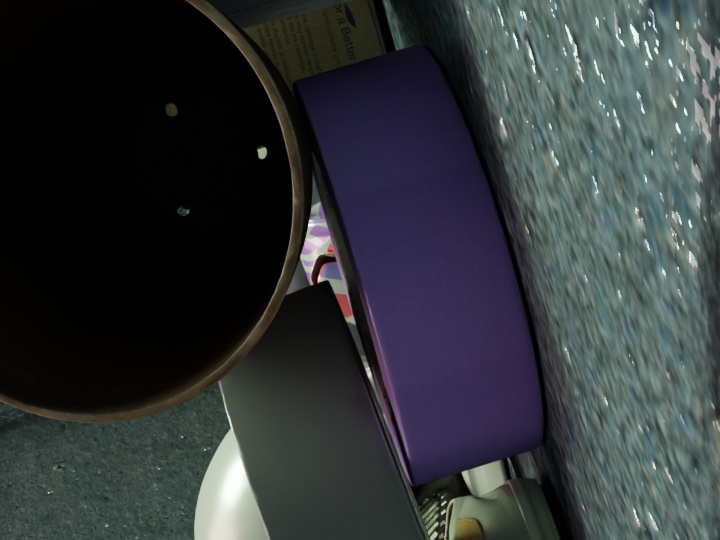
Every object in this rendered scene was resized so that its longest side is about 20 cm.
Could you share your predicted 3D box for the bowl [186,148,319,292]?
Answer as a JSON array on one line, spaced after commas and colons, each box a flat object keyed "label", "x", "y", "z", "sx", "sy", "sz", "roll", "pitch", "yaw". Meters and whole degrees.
[{"label": "bowl", "x": -0.051, "y": -0.008, "z": 1.142, "sx": 0.200, "sy": 0.074, "sz": 0.201, "roll": 45, "pitch": -135, "yaw": -35}]

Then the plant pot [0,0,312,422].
[{"label": "plant pot", "x": -0.097, "y": -0.045, "z": 0.644, "sx": 0.200, "sy": 0.186, "sz": 0.188, "roll": -42, "pitch": -64, "yaw": -77}]

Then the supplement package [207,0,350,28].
[{"label": "supplement package", "x": -0.054, "y": -0.188, "z": 0.623, "sx": 0.200, "sy": 0.113, "sz": 0.110, "roll": 118, "pitch": 137, "yaw": -87}]

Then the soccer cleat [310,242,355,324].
[{"label": "soccer cleat", "x": 0.000, "y": 0.000, "z": 0.901, "sx": 0.200, "sy": 0.073, "sz": 0.069, "roll": -134, "pitch": 53, "yaw": -80}]

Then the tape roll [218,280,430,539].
[{"label": "tape roll", "x": -0.010, "y": 0.109, "z": 0.694, "sx": 0.200, "sy": 0.066, "sz": 0.201, "roll": 158, "pitch": 90, "yaw": -89}]

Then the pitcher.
[{"label": "pitcher", "x": -0.025, "y": 0.134, "z": 0.893, "sx": 0.171, "sy": 0.121, "sz": 0.201, "roll": 31, "pitch": 104, "yaw": 57}]

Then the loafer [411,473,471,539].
[{"label": "loafer", "x": 0.062, "y": 0.170, "z": 0.864, "sx": 0.071, "sy": 0.073, "sz": 0.200, "roll": 35, "pitch": -158, "yaw": -10}]

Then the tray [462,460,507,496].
[{"label": "tray", "x": 0.059, "y": 0.077, "z": 0.891, "sx": 0.200, "sy": 0.022, "sz": 0.108, "roll": -112, "pitch": 7, "yaw": -63}]

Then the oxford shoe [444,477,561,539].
[{"label": "oxford shoe", "x": 0.072, "y": 0.152, "z": 0.725, "sx": 0.200, "sy": 0.057, "sz": 0.076, "roll": 75, "pitch": 174, "yaw": -71}]

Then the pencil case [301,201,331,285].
[{"label": "pencil case", "x": 0.009, "y": 0.033, "z": 1.069, "sx": 0.085, "sy": 0.084, "sz": 0.201, "roll": 9, "pitch": 120, "yaw": 59}]

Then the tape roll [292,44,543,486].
[{"label": "tape roll", "x": 0.025, "y": -0.002, "z": 0.658, "sx": 0.200, "sy": 0.065, "sz": 0.201, "roll": 163, "pitch": 90, "yaw": -88}]

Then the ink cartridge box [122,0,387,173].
[{"label": "ink cartridge box", "x": -0.082, "y": -0.168, "z": 0.775, "sx": 0.075, "sy": 0.164, "sz": 0.201, "roll": -111, "pitch": 5, "yaw": -80}]
